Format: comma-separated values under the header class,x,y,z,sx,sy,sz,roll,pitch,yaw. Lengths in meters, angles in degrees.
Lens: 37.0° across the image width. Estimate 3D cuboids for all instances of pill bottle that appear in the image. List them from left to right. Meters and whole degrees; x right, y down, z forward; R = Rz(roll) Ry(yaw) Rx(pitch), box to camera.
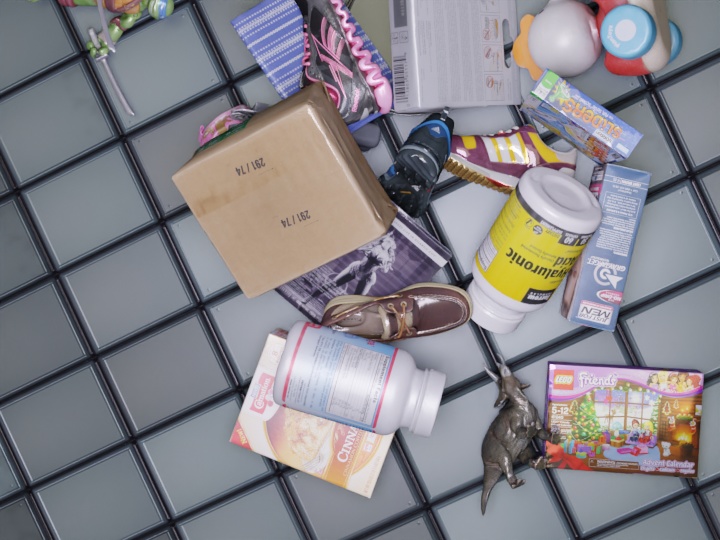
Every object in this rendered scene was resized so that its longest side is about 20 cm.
class,x,y,z,sx,sy,sz,roll,pitch,yaw
pill bottle,0.000,0.138,1.324,0.199,0.109,0.110,16,94,3
pill bottle,0.206,-0.019,1.342,0.111,0.111,0.201,30,125,3

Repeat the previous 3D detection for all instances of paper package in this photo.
class,x,y,z,sx,sy,sz,roll,pitch,yaw
paper package,-0.089,-0.095,1.293,0.199,0.104,0.191,-26,106,18

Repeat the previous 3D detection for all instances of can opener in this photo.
class,x,y,z,sx,sy,sz,roll,pitch,yaw
can opener,-0.073,-0.171,1.379,0.199,0.053,0.067,10,82,-20

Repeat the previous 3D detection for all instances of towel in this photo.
class,x,y,z,sx,sy,sz,roll,pitch,yaw
towel,-0.052,-0.266,1.364,0.144,0.024,0.201,-34,88,-17

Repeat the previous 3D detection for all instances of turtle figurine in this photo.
class,x,y,z,sx,sy,sz,roll,pitch,yaw
turtle figurine,-0.354,-0.338,1.388,0.193,0.144,0.201,24,91,7

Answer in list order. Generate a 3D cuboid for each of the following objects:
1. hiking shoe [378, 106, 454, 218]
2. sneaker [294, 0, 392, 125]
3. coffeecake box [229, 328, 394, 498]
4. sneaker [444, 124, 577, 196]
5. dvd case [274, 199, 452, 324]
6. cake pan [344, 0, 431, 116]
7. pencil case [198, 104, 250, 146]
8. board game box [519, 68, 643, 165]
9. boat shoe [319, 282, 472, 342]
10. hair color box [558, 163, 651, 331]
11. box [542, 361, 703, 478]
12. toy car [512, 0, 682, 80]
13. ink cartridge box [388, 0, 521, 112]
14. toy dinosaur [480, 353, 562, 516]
class,x,y,z,sx,sy,sz,roll,pitch,yaw
hiking shoe,0.075,-0.127,1.345,0.074,0.200,0.087,34,72,-3
sneaker,-0.044,-0.265,1.322,0.095,0.079,0.201,-30,86,-5
coffeecake box,-0.050,0.185,1.420,0.199,0.073,0.155,21,94,4
sneaker,0.180,-0.154,1.392,0.199,0.075,0.091,22,86,-3
dvd case,0.000,0.000,1.397,0.148,0.016,0.200,40,114,-6
cake pan,0.065,-0.304,1.406,0.199,0.037,0.202,0,93,4
pencil case,-0.126,-0.121,1.409,0.083,0.086,0.200,-38,88,27
board game box,0.264,-0.183,1.313,0.135,0.200,0.035,35,95,3
boat shoe,0.042,0.063,1.364,0.198,0.072,0.073,-3,111,15
hair color box,0.308,-0.030,1.366,0.060,0.100,0.202,13,93,3
box,0.340,0.193,1.404,0.198,0.039,0.138,3,92,5
toy car,0.275,-0.314,1.339,0.199,0.184,0.178,-12,92,28
ink cartridge box,0.120,-0.283,1.354,0.057,0.199,0.164,2,98,42
toy dinosaur,0.197,0.221,1.403,0.076,0.102,0.201,4,108,-30
